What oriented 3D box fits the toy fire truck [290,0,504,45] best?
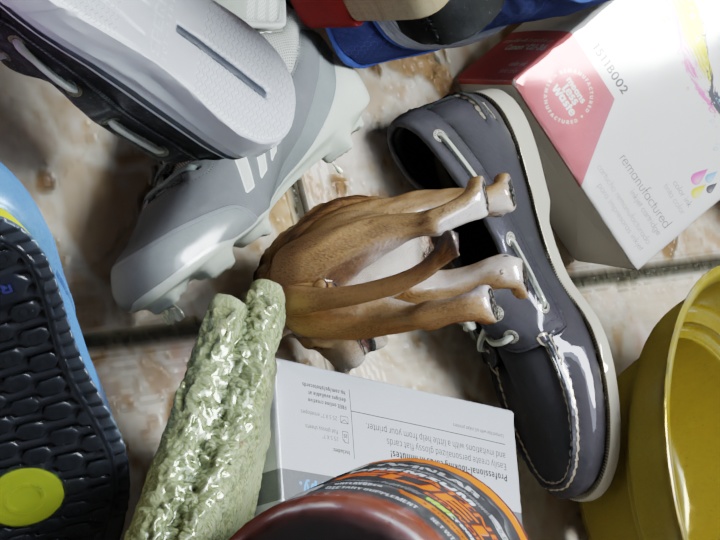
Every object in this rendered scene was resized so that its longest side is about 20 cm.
[{"bbox_3d":[-0.029,-0.168,1.193,0.129,0.200,0.176,61,38,-47],"label":"toy fire truck"}]

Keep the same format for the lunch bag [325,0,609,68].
[{"bbox_3d":[0.043,-0.172,1.344,0.200,0.132,0.136,-19,95,-68],"label":"lunch bag"}]

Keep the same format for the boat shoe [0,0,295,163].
[{"bbox_3d":[-0.113,-0.097,1.126,0.200,0.071,0.072,42,43,-32],"label":"boat shoe"}]

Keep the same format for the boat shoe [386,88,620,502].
[{"bbox_3d":[0.061,0.014,1.363,0.063,0.073,0.200,-8,77,-37],"label":"boat shoe"}]

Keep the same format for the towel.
[{"bbox_3d":[-0.067,0.115,1.122,0.036,0.148,0.200,16,57,5],"label":"towel"}]

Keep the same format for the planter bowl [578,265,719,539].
[{"bbox_3d":[0.160,0.102,1.410,0.200,0.083,0.201,24,60,-50],"label":"planter bowl"}]

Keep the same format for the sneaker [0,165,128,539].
[{"bbox_3d":[-0.132,0.032,1.087,0.078,0.066,0.200,-115,-169,-50],"label":"sneaker"}]

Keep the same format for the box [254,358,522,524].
[{"bbox_3d":[0.010,0.148,1.265,0.156,0.041,0.200,15,65,-44],"label":"box"}]

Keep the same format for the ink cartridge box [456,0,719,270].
[{"bbox_3d":[0.162,-0.107,1.449,0.200,0.067,0.117,-41,108,-17],"label":"ink cartridge box"}]

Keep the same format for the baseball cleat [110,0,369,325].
[{"bbox_3d":[-0.069,-0.056,1.248,0.106,0.070,0.200,53,33,-8],"label":"baseball cleat"}]

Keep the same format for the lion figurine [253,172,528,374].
[{"bbox_3d":[0.000,0.000,1.196,0.200,0.122,0.073,18,62,-79],"label":"lion figurine"}]

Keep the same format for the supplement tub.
[{"bbox_3d":[0.009,0.127,1.123,0.200,0.107,0.107,-10,82,-78],"label":"supplement tub"}]
